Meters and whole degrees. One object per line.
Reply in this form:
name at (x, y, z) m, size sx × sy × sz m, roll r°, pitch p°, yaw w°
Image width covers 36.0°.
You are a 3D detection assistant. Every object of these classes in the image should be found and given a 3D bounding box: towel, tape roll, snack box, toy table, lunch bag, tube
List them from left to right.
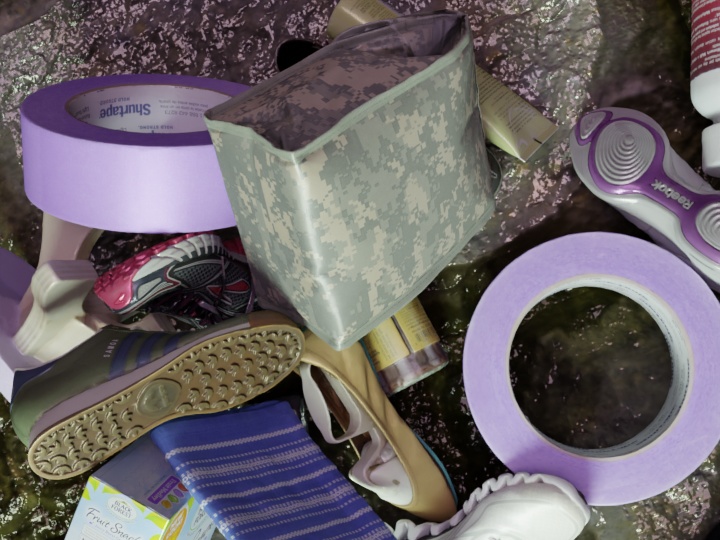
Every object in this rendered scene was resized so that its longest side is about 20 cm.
toy table at (-0.220, 0.032, 0.862) m, size 0.117 × 0.184 × 0.200 m, roll -41°, pitch 88°, yaw 17°
snack box at (-0.165, 0.213, 0.809) m, size 0.067 × 0.169 × 0.201 m, roll 26°, pitch 107°, yaw 8°
tape roll at (-0.153, -0.094, 0.841) m, size 0.199 × 0.200 × 0.066 m, roll 7°, pitch 113°, yaw 7°
towel at (-0.042, 0.166, 0.767) m, size 0.200 × 0.145 × 0.024 m, roll 44°, pitch 114°, yaw 27°
lunch bag at (0.010, -0.074, 0.784) m, size 0.200 × 0.165 × 0.117 m, roll -35°, pitch 40°, yaw -27°
tube at (0.064, -0.156, 0.895) m, size 0.200 × 0.052 × 0.058 m, roll 35°, pitch 81°, yaw 10°
tape roll at (0.178, 0.074, 0.849) m, size 0.199 × 0.085 × 0.201 m, roll 0°, pitch 86°, yaw 6°

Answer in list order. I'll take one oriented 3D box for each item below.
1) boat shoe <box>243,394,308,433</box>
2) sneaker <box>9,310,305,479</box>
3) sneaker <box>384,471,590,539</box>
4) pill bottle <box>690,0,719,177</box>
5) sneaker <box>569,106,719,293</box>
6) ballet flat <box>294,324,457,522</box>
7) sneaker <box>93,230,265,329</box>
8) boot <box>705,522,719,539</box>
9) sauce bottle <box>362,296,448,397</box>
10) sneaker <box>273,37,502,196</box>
boat shoe at (-0.037, 0.193, 0.876) m, size 0.066 × 0.070 × 0.201 m, roll -22°, pitch 75°, yaw 6°
sneaker at (-0.144, 0.061, 0.757) m, size 0.200 × 0.067 × 0.090 m, roll -24°, pitch 42°, yaw -23°
sneaker at (0.081, 0.212, 0.812) m, size 0.200 × 0.081 × 0.075 m, roll -32°, pitch 109°, yaw 31°
pill bottle at (0.307, -0.175, 0.841) m, size 0.109 × 0.110 × 0.201 m, roll 2°, pitch 85°, yaw 7°
sneaker at (0.234, -0.046, 0.859) m, size 0.075 × 0.100 × 0.200 m, roll -39°, pitch 58°, yaw -2°
ballet flat at (0.003, 0.126, 0.850) m, size 0.063 × 0.069 × 0.200 m, roll -39°, pitch 104°, yaw -35°
sneaker at (-0.116, 0.015, 0.830) m, size 0.080 × 0.200 × 0.075 m, roll -22°, pitch 81°, yaw 25°
boot at (0.305, 0.278, 0.818) m, size 0.168 × 0.076 × 0.200 m, roll 43°, pitch 85°, yaw 12°
sauce bottle at (0.000, 0.000, 0.886) m, size 0.065 × 0.065 × 0.201 m, roll -27°, pitch 82°, yaw 4°
sneaker at (0.018, -0.110, 0.871) m, size 0.199 × 0.106 × 0.075 m, roll 27°, pitch 89°, yaw 8°
